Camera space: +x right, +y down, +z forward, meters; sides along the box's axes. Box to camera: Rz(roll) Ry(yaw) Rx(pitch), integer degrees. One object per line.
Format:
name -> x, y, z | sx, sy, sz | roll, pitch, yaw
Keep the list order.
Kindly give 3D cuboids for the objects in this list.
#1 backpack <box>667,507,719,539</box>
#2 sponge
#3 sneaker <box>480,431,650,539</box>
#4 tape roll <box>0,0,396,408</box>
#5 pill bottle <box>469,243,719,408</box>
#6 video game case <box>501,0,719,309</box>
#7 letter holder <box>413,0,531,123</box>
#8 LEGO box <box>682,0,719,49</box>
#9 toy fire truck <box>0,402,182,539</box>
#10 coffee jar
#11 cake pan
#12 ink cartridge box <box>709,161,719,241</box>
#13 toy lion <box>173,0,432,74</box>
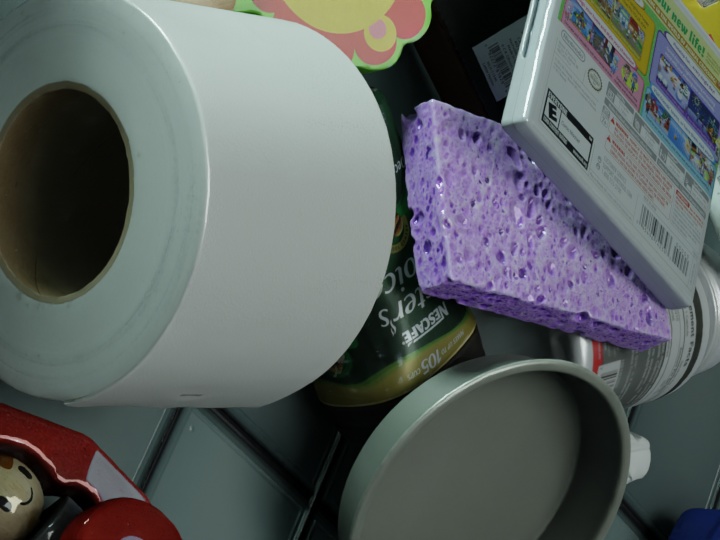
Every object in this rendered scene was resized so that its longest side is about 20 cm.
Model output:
backpack -> 0.279, 0.270, 1.641 | 0.163, 0.167, 0.201 | 53, 47, -41
sponge -> 0.106, -0.024, 1.417 | 0.199, 0.030, 0.112 | 16, 61, -43
sneaker -> 0.111, 0.152, 1.533 | 0.199, 0.078, 0.100 | -10, 101, -40
tape roll -> -0.100, -0.035, 1.196 | 0.139, 0.202, 0.204 | 5, 84, -49
pill bottle -> 0.155, 0.036, 1.552 | 0.199, 0.113, 0.115 | -12, 96, -49
video game case -> 0.160, -0.105, 1.438 | 0.200, 0.022, 0.183 | 43, 50, -39
letter holder -> 0.071, -0.177, 1.496 | 0.100, 0.142, 0.201 | -32, 114, -11
LEGO box -> 0.208, -0.233, 1.604 | 0.149, 0.077, 0.201 | -101, 166, -65
toy fire truck -> -0.193, 0.145, 1.159 | 0.168, 0.112, 0.200 | 47, 51, -13
coffee jar -> 0.000, 0.000, 1.397 | 0.104, 0.085, 0.201 | -43, 119, -41
cake pan -> 0.069, 0.133, 1.404 | 0.199, 0.037, 0.201 | -18, 126, -26
ink cartridge box -> 0.307, -0.069, 1.648 | 0.200, 0.146, 0.083 | -96, 161, -59
toy lion -> -0.041, -0.207, 1.334 | 0.191, 0.069, 0.201 | -7, 92, -28
